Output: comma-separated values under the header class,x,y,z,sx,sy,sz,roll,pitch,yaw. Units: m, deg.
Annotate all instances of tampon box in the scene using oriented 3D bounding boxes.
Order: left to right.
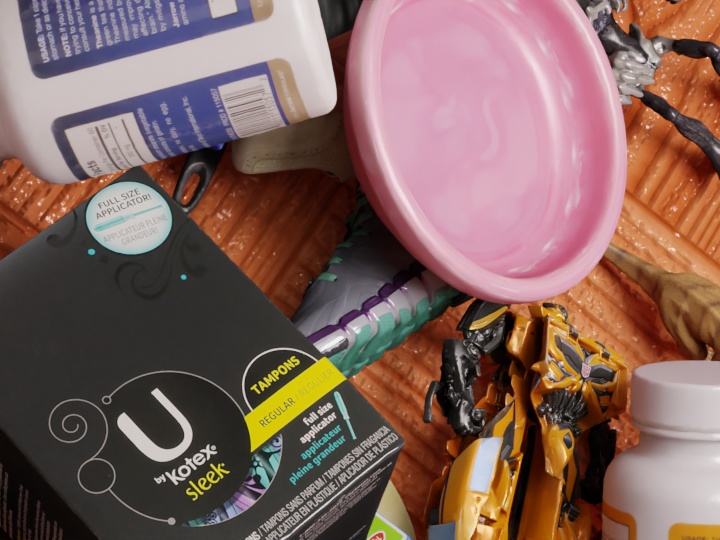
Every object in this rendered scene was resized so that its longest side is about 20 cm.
class,x,y,z,sx,sy,sz,roll,pitch,yaw
tampon box,-0.104,0.082,1.074,0.150,0.127,0.200,-38,73,-27

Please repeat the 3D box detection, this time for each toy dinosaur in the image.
class,x,y,z,sx,sy,sz,roll,pitch,yaw
toy dinosaur,0.187,0.018,1.267,0.200,0.106,0.061,39,90,35

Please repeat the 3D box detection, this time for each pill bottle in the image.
class,x,y,z,sx,sy,sz,roll,pitch,yaw
pill bottle,-0.119,-0.106,1.064,0.198,0.111,0.112,-14,78,4
pill bottle,0.184,0.154,1.168,0.110,0.111,0.202,-3,98,-22

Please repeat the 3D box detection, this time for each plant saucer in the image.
class,x,y,z,sx,sy,sz,roll,pitch,yaw
plant saucer,0.061,-0.079,1.176,0.200,0.051,0.202,13,70,-40

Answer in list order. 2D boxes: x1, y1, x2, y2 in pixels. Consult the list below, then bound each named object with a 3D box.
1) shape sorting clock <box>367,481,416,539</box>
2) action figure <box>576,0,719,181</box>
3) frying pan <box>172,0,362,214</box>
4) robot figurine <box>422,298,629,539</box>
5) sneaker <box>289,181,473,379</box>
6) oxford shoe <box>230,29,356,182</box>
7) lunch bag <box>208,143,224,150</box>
class,x,y,z,sx,sy,sz,roll,pitch,yaw
shape sorting clock,-0.062,0.159,1.143,0.198,0.039,0.202,7,62,-13
action figure,0.165,-0.138,1.293,0.199,0.102,0.119,32,76,-11
frying pan,-0.051,-0.113,1.236,0.114,0.031,0.192,6,75,-18
robot figurine,0.094,0.111,1.193,0.145,0.058,0.201,30,65,-37
sneaker,0.000,0.000,1.209,0.199,0.074,0.088,-29,76,-37
oxford shoe,0.003,-0.091,1.226,0.199,0.074,0.071,-3,38,-42
lunch bag,-0.140,-0.172,1.162,0.169,0.127,0.202,9,80,-4
